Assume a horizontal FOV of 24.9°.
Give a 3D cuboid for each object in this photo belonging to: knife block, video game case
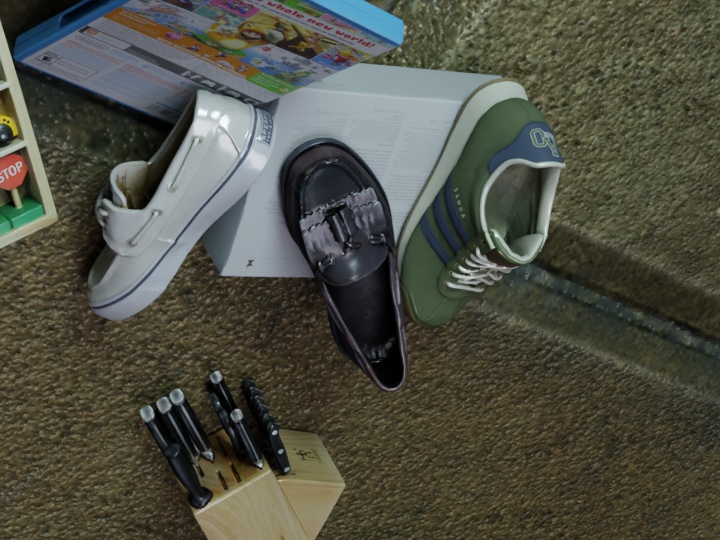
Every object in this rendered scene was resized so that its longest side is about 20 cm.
[{"bbox_3d":[-0.111,0.174,1.263,0.175,0.064,0.201,10,120,-34],"label":"knife block"},{"bbox_3d":[-0.093,-0.136,0.966,0.143,0.018,0.199,21,155,-39],"label":"video game case"}]

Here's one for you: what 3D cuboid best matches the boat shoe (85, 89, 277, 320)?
[{"bbox_3d":[-0.136,-0.043,1.054,0.070,0.071,0.200,25,132,-27],"label":"boat shoe"}]

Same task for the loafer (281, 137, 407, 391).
[{"bbox_3d":[0.000,0.000,1.112,0.072,0.063,0.201,-23,132,-6],"label":"loafer"}]

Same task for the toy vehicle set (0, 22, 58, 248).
[{"bbox_3d":[-0.260,-0.042,0.828,0.199,0.026,0.125,-29,124,-26],"label":"toy vehicle set"}]

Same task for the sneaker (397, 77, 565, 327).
[{"bbox_3d":[0.084,-0.025,1.122,0.067,0.090,0.201,-1,128,-30],"label":"sneaker"}]

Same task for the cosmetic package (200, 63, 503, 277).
[{"bbox_3d":[0.003,-0.068,1.140,0.199,0.052,0.151,1,123,-30],"label":"cosmetic package"}]
